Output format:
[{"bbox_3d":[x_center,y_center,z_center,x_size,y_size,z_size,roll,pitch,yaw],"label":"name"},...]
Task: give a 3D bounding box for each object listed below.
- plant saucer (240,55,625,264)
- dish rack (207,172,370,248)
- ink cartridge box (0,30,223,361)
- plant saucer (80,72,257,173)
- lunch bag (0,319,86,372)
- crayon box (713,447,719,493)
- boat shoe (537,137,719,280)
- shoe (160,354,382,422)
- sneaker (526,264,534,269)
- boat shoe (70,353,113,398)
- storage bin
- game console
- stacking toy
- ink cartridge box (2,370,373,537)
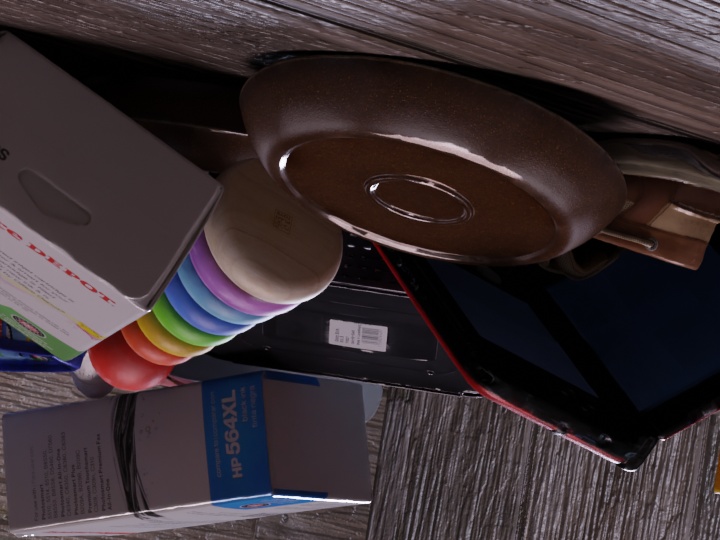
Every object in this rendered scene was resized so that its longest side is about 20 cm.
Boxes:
[{"bbox_3d":[0.033,-0.048,1.434,0.200,0.032,0.200,13,161,5],"label":"plant saucer"},{"bbox_3d":[-0.044,-0.040,1.912,0.172,0.044,0.200,4,174,43],"label":"dish rack"},{"bbox_3d":[-0.173,-0.035,1.529,0.145,0.084,0.200,35,162,-9],"label":"ink cartridge box"},{"bbox_3d":[-0.078,-0.079,1.583,0.200,0.032,0.200,9,176,1],"label":"plant saucer"},{"bbox_3d":[-0.209,-0.014,1.809,0.200,0.151,0.094,2,162,46],"label":"lunch bag"},{"bbox_3d":[0.297,0.054,1.626,0.058,0.173,0.200,12,175,-32],"label":"crayon box"},{"bbox_3d":[0.110,-0.033,1.537,0.076,0.072,0.200,13,174,-41],"label":"boat shoe"},{"bbox_3d":[-0.084,0.059,1.978,0.200,0.072,0.091,18,175,-35],"label":"shoe"},{"bbox_3d":[0.138,-0.002,1.855,0.078,0.075,0.200,4,167,-5],"label":"sneaker"},{"bbox_3d":[-0.175,0.005,1.902,0.071,0.069,0.200,6,-140,-1],"label":"boat shoe"},{"bbox_3d":[0.000,0.000,1.753,0.200,0.094,0.135,9,153,3],"label":"storage bin"},{"bbox_3d":[0.123,0.007,1.567,0.172,0.119,0.200,28,-165,-29],"label":"game console"},{"bbox_3d":[-0.096,0.013,1.613,0.085,0.085,0.200,12,150,-32],"label":"stacking toy"},{"bbox_3d":[-0.114,0.122,1.866,0.200,0.084,0.146,-9,171,25],"label":"ink cartridge box"}]
